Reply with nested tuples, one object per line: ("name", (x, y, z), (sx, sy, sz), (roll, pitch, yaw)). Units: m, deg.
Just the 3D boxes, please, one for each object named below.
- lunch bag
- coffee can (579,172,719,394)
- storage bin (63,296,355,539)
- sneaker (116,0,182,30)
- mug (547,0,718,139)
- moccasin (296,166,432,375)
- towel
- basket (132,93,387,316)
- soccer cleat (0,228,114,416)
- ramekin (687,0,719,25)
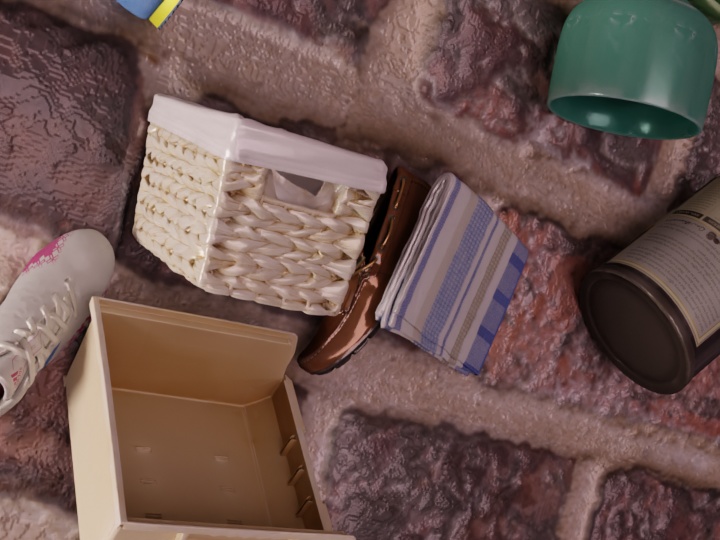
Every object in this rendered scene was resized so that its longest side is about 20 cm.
("lunch bag", (-0.136, 0.244, 0.903), (0.197, 0.139, 0.171), (10, 73, -32))
("coffee can", (0.345, 0.009, 1.123), (0.199, 0.146, 0.148), (-34, 112, -20))
("storage bin", (-0.117, 0.140, 0.837), (0.196, 0.202, 0.094), (12, 129, -31))
("sneaker", (-0.128, -0.274, 0.816), (0.078, 0.066, 0.200), (37, 119, -17))
("mug", (0.260, -0.200, 1.057), (0.149, 0.185, 0.116), (13, 88, -6))
("moccasin", (0.000, 0.000, 0.974), (0.077, 0.074, 0.203), (35, 83, -16))
("towel", (0.090, 0.010, 1.010), (0.199, 0.024, 0.149), (34, 79, -55))
("basket", (-0.088, -0.053, 0.846), (0.134, 0.199, 0.125), (13, 96, -29))
("soccer cleat", (-0.253, 0.054, 0.831), (0.201, 0.086, 0.070), (-50, 117, -14))
("ramekin", (0.338, -0.337, 1.081), (0.197, 0.097, 0.204), (0, 89, -32))
